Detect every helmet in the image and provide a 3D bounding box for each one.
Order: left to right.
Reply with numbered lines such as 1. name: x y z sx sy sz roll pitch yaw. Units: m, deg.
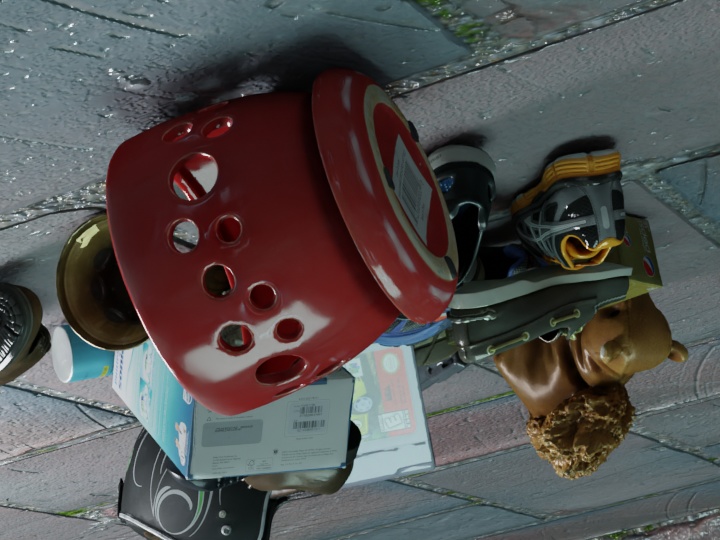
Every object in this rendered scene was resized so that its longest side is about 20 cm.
1. helmet: -0.136 0.210 2.083 0.199 0.192 0.200 28 167 7

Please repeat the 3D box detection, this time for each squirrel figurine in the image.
1. squirrel figurine: 0.224 0.097 1.903 0.140 0.202 0.186 7 170 -28

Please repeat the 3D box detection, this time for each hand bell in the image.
1. hand bell: -0.149 0.006 1.623 0.103 0.105 0.200 -17 175 21

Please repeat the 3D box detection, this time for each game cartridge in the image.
1. game cartridge: -0.009 0.112 1.878 0.132 0.202 0.041 -10 -152 4

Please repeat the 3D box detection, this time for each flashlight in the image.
1. flashlight: 0.051 0.095 2.048 0.068 0.068 0.200 -31 175 -40

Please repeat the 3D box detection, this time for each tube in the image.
1. tube: -0.178 0.063 1.835 0.198 0.051 0.077 -7 172 -29

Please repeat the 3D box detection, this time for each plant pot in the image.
1. plant pot: -0.046 -0.028 1.346 0.181 0.202 0.200 -24 160 17

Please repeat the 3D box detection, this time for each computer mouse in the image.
1. computer mouse: -0.085 0.155 1.745 0.199 0.034 0.058 -11 -156 -41

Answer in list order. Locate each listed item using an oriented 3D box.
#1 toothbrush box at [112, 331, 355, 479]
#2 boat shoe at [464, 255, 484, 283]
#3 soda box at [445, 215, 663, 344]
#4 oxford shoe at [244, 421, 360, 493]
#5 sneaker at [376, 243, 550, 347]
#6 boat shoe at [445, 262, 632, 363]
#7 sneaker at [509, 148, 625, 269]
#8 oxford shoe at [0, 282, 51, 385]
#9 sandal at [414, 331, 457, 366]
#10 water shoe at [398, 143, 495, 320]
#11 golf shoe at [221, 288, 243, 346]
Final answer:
1. toothbrush box: -0.111 0.095 1.725 0.145 0.086 0.200 -2 -161 -25
2. boat shoe: 0.000 0.000 1.695 0.198 0.075 0.069 -13 144 15
3. soda box: 0.168 0.011 1.827 0.199 0.065 0.067 -23 160 35
4. oxford shoe: -0.105 0.161 1.839 0.198 0.073 0.085 17 125 4
5. sneaker: 0.071 0.010 1.771 0.198 0.076 0.079 -13 148 14
6. boat shoe: 0.150 0.031 1.678 0.200 0.061 0.072 -11 -173 -41
7. sneaker: 0.171 -0.035 1.651 0.077 0.078 0.200 -11 167 -6
8. oxford shoe: -0.294 0.049 1.691 0.084 0.073 0.200 -19 173 -29
9. sandal: 0.002 0.062 1.907 0.198 0.081 0.054 -12 -154 -8
10. water shoe: 0.048 -0.012 1.567 0.071 0.079 0.201 12 140 -9
11. golf shoe: -0.030 0.007 1.623 0.096 0.079 0.200 15 146 -29
